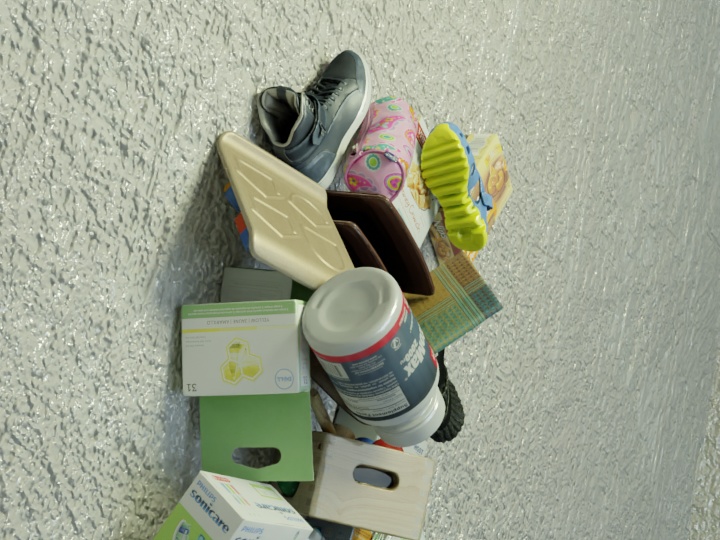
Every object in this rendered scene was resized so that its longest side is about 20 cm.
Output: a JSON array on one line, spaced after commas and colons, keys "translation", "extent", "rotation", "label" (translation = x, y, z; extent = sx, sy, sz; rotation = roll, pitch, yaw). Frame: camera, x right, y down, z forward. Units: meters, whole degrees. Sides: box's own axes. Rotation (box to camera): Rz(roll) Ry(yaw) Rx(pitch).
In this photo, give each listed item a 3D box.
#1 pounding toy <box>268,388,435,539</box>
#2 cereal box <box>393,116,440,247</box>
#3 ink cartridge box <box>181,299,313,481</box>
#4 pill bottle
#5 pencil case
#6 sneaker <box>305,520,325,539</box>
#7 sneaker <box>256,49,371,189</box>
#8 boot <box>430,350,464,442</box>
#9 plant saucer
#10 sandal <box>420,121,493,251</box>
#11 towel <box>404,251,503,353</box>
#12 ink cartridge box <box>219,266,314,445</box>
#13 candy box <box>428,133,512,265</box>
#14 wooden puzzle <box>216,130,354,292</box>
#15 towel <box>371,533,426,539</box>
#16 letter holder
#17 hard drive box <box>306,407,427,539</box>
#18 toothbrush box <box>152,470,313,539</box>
[{"translation": [-0.024, 0.240, 1.599], "extent": [0.198, 0.184, 0.144], "rotation": [18, 78, -23], "label": "pounding toy"}, {"translation": [0.063, -0.105, 1.869], "extent": [0.201, 0.039, 0.145], "rotation": [-63, 143, -33], "label": "cereal box"}, {"translation": [-0.127, 0.137, 1.452], "extent": [0.048, 0.143, 0.203], "rotation": [12, 76, -71], "label": "ink cartridge box"}, {"translation": [0.023, 0.105, 1.465], "extent": [0.120, 0.118, 0.201], "rotation": [-62, 140, -33], "label": "pill bottle"}, {"translation": [0.028, -0.160, 1.701], "extent": [0.201, 0.086, 0.088], "rotation": [-73, 154, -61], "label": "pencil case"}, {"translation": [-0.076, 0.409, 1.691], "extent": [0.091, 0.077, 0.201], "rotation": [-45, 130, -25], "label": "sneaker"}, {"translation": [-0.057, -0.217, 1.616], "extent": [0.146, 0.076, 0.205], "rotation": [48, 55, -54], "label": "sneaker"}, {"translation": [0.106, 0.143, 1.939], "extent": [0.158, 0.078, 0.214], "rotation": [32, 65, -58], "label": "boot"}, {"translation": [-0.033, 0.131, 1.630], "extent": [0.037, 0.200, 0.200], "rotation": [-45, 143, 0], "label": "plant saucer"}, {"translation": [0.146, -0.131, 1.894], "extent": [0.087, 0.079, 0.202], "rotation": [-55, 137, -45], "label": "sandal"}, {"translation": [0.083, 0.066, 1.730], "extent": [0.199, 0.147, 0.022], "rotation": [-32, 126, 1], "label": "towel"}, {"translation": [-0.119, 0.101, 1.526], "extent": [0.059, 0.103, 0.203], "rotation": [16, 80, -58], "label": "ink cartridge box"}, {"translation": [0.172, -0.112, 2.038], "extent": [0.201, 0.055, 0.116], "rotation": [-56, 138, -38], "label": "candy box"}, {"translation": [-0.089, -0.052, 1.509], "extent": [0.184, 0.046, 0.201], "rotation": [29, 29, -40], "label": "wooden puzzle"}, {"translation": [0.060, 0.421, 1.800], "extent": [0.150, 0.030, 0.201], "rotation": [-62, 144, -32], "label": "towel"}, {"translation": [0.000, 0.000, 1.677], "extent": [0.101, 0.141, 0.201], "rotation": [-64, 144, -31], "label": "letter holder"}, {"translation": [0.009, 0.306, 1.799], "extent": [0.156, 0.076, 0.202], "rotation": [42, 58, -54], "label": "hard drive box"}, {"translation": [-0.167, 0.332, 1.416], "extent": [0.201, 0.086, 0.145], "rotation": [-54, 148, 6], "label": "toothbrush box"}]
